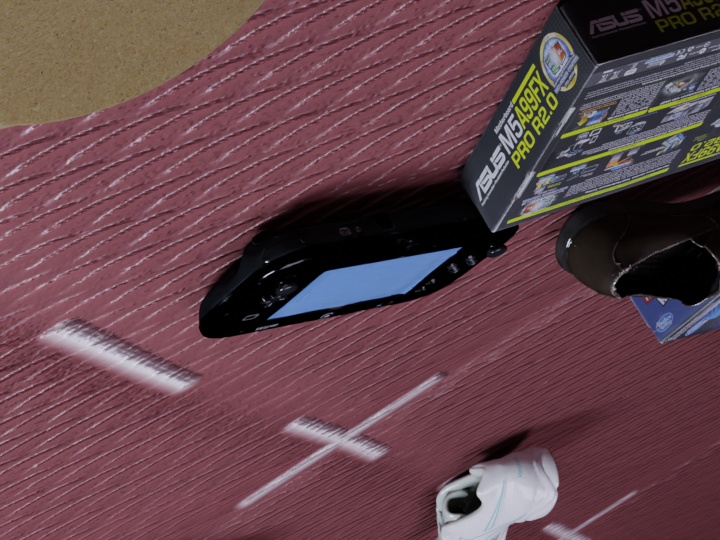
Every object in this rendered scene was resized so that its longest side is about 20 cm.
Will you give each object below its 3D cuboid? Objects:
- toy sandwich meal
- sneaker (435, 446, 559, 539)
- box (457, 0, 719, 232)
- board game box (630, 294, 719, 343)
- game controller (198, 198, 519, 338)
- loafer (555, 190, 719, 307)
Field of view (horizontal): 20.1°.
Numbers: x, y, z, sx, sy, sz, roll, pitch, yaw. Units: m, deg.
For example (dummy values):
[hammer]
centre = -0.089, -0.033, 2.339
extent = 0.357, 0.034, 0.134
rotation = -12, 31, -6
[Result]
[toy sandwich meal]
centre = -0.103, -0.127, 0.722
extent = 0.204, 0.070, 0.206
rotation = -24, 153, -13
[sneaker]
centre = 0.093, 0.213, 1.748
extent = 0.080, 0.071, 0.201
rotation = 1, 143, -27
[box]
centre = 0.169, -0.106, 1.149
extent = 0.199, 0.044, 0.160
rotation = -18, 156, -28
[board game box]
centre = 0.323, -0.029, 1.498
extent = 0.200, 0.062, 0.199
rotation = -43, 157, 28
[game controller]
centre = 0.000, 0.000, 1.167
extent = 0.199, 0.042, 0.104
rotation = -10, 151, -41
[loafer]
centre = 0.228, -0.005, 1.342
extent = 0.199, 0.072, 0.073
rotation = -6, 131, -20
